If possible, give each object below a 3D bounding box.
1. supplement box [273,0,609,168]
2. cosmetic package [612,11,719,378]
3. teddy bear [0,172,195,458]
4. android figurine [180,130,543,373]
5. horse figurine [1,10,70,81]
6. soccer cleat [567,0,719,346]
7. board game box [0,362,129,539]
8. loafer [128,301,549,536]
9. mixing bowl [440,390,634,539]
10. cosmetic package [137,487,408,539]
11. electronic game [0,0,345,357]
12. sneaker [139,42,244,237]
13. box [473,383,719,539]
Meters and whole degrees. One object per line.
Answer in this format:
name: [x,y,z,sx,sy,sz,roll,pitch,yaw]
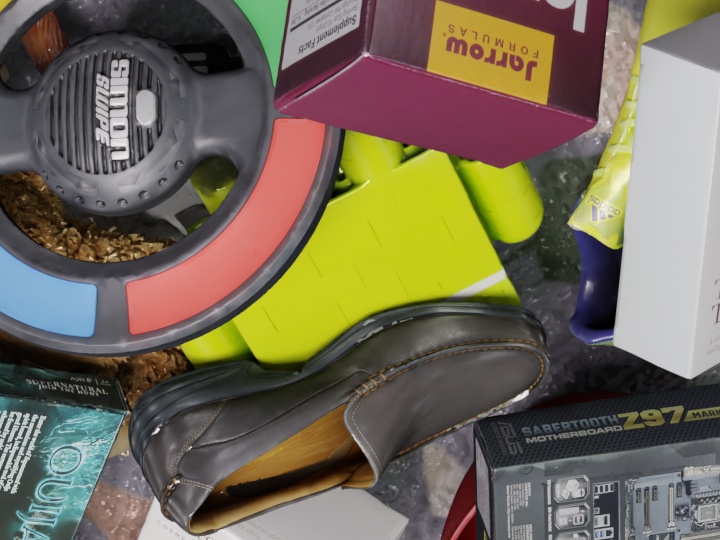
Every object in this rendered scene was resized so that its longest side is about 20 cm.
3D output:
supplement box: [0.041,-0.156,0.944,0.110,0.086,0.202,13,74,-24]
cosmetic package: [0.202,-0.055,1.079,0.199,0.051,0.152,-25,126,-40]
teddy bear: [-0.143,0.015,1.098,0.200,0.067,0.145,38,133,-22]
android figurine: [0.000,0.000,1.061,0.181,0.041,0.200,-28,135,4]
horse figurine: [-0.225,-0.121,1.026,0.198,0.050,0.134,-5,121,-7]
soccer cleat: [0.141,-0.049,1.117,0.083,0.065,0.202,-13,123,-26]
board game box: [-0.202,0.127,1.068,0.134,0.028,0.201,10,121,-28]
loafer: [-0.002,0.072,1.046,0.198,0.073,0.073,-18,132,-7]
mixing bowl: [0.123,0.137,1.192,0.198,0.109,0.202,-4,119,-8]
cosmetic package: [-0.067,0.182,1.138,0.107,0.085,0.201,30,126,12]
electronic game: [-0.103,-0.063,0.975,0.198,0.042,0.202,-2,77,11]
sneaker: [-0.015,-0.051,1.097,0.198,0.075,0.116,-1,124,0]
box: [0.136,0.157,1.115,0.156,0.051,0.202,-7,118,-6]
